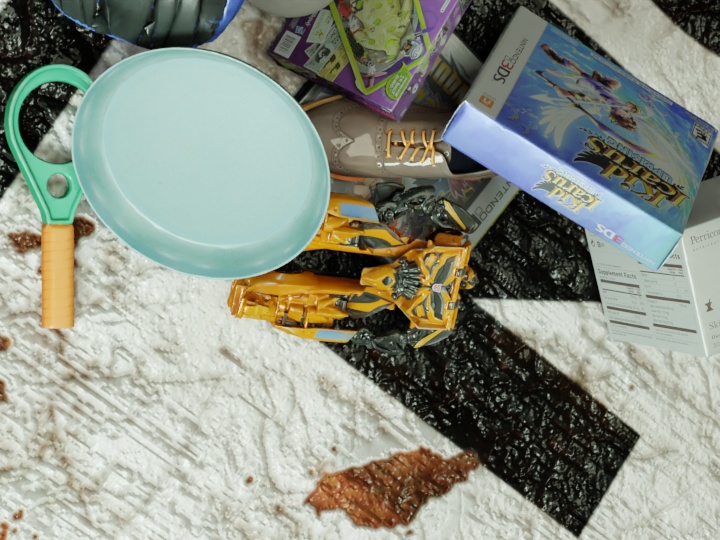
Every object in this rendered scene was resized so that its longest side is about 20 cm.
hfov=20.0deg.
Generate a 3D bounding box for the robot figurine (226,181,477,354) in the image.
[{"bbox_3d":[0.000,0.000,1.627,0.199,0.058,0.146,6,109,-14],"label":"robot figurine"}]

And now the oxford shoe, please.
[{"bbox_3d":[0.036,-0.106,1.620,0.199,0.073,0.072,-1,95,-24],"label":"oxford shoe"}]

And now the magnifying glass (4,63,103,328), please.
[{"bbox_3d":[-0.230,-0.057,1.557,0.079,0.022,0.201,-1,95,-25],"label":"magnifying glass"}]

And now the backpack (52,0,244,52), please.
[{"bbox_3d":[-0.132,-0.269,1.499,0.162,0.168,0.201,19,116,8],"label":"backpack"}]

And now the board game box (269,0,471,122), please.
[{"bbox_3d":[0.028,-0.228,1.621,0.200,0.120,0.032,-59,154,-9],"label":"board game box"}]

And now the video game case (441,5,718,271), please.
[{"bbox_3d":[0.180,-0.110,1.635,0.200,0.046,0.181,31,37,-1],"label":"video game case"}]

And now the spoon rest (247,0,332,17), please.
[{"bbox_3d":[-0.029,-0.292,1.614,0.099,0.061,0.200,32,89,-1],"label":"spoon rest"}]

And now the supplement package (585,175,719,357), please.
[{"bbox_3d":[0.321,-0.016,1.740,0.199,0.156,0.111,-20,101,-22],"label":"supplement package"}]

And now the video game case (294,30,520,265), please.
[{"bbox_3d":[0.043,-0.106,1.677,0.200,0.025,0.181,44,76,-21],"label":"video game case"}]

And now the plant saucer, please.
[{"bbox_3d":[-0.116,-0.083,1.524,0.200,0.200,0.027,50,32,-19],"label":"plant saucer"}]
